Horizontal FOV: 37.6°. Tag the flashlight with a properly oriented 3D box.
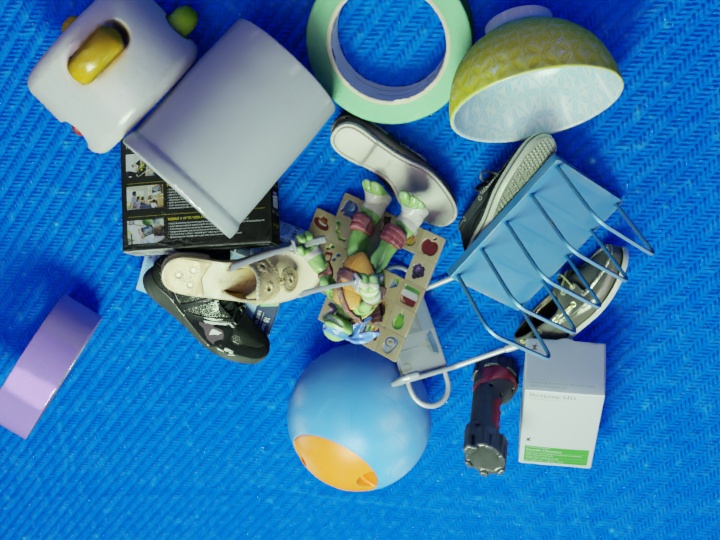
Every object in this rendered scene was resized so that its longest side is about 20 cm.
[{"bbox_3d":[0.178,0.193,1.418,0.067,0.201,0.069,-5,121,12],"label":"flashlight"}]

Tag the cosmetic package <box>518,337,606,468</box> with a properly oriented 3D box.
[{"bbox_3d":[0.269,0.181,1.426,0.106,0.085,0.201,3,144,10],"label":"cosmetic package"}]

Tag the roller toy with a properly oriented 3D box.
[{"bbox_3d":[-0.299,-0.244,1.255,0.140,0.201,0.182,44,132,-15],"label":"roller toy"}]

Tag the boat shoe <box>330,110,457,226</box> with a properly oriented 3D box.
[{"bbox_3d":[0.048,-0.135,1.341,0.199,0.057,0.067,36,123,-17],"label":"boat shoe"}]

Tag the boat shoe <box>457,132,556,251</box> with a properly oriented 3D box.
[{"bbox_3d":[0.177,-0.097,1.319,0.074,0.063,0.201,-4,138,-32],"label":"boat shoe"}]

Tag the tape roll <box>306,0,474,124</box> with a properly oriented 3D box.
[{"bbox_3d":[0.036,-0.276,1.257,0.198,0.048,0.202,5,120,8],"label":"tape roll"}]

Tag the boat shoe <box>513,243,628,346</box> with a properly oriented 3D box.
[{"bbox_3d":[0.275,0.039,1.384,0.060,0.072,0.202,25,125,-11],"label":"boat shoe"}]

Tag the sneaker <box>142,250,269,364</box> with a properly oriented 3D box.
[{"bbox_3d":[-0.187,0.040,1.415,0.199,0.076,0.114,43,126,-9],"label":"sneaker"}]

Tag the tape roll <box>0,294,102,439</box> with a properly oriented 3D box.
[{"bbox_3d":[-0.446,0.135,1.499,0.065,0.201,0.201,32,121,-9],"label":"tape roll"}]

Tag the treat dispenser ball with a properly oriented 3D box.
[{"bbox_3d":[-0.001,0.202,1.456,0.199,0.201,0.203,5,121,8],"label":"treat dispenser ball"}]

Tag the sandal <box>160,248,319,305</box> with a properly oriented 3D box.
[{"bbox_3d":[-0.146,0.019,1.339,0.209,0.070,0.078,2,114,-15],"label":"sandal"}]

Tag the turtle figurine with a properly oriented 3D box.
[{"bbox_3d":[-0.017,-0.024,1.277,0.199,0.144,0.195,34,79,-17],"label":"turtle figurine"}]

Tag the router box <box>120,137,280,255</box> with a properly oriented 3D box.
[{"bbox_3d":[-0.206,-0.100,1.355,0.198,0.051,0.151,-3,85,8],"label":"router box"}]

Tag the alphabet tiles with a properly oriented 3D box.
[{"bbox_3d":[0.000,0.000,1.368,0.199,0.008,0.169,27,99,32],"label":"alphabet tiles"}]

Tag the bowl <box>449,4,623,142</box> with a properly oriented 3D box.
[{"bbox_3d":[0.190,-0.235,1.205,0.198,0.200,0.109,-15,74,18],"label":"bowl"}]

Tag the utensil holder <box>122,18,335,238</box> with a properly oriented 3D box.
[{"bbox_3d":[-0.152,-0.169,1.243,0.170,0.170,0.200,41,86,-15],"label":"utensil holder"}]

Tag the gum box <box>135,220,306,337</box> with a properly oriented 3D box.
[{"bbox_3d":[-0.194,-0.015,1.456,0.198,0.045,0.171,21,122,-1],"label":"gum box"}]

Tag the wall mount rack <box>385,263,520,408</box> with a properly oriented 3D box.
[{"bbox_3d":[0.105,0.072,1.397,0.172,0.075,0.202,-14,79,-23],"label":"wall mount rack"}]

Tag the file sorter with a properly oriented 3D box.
[{"bbox_3d":[0.236,-0.009,1.291,0.138,0.123,0.200,23,117,-38],"label":"file sorter"}]
